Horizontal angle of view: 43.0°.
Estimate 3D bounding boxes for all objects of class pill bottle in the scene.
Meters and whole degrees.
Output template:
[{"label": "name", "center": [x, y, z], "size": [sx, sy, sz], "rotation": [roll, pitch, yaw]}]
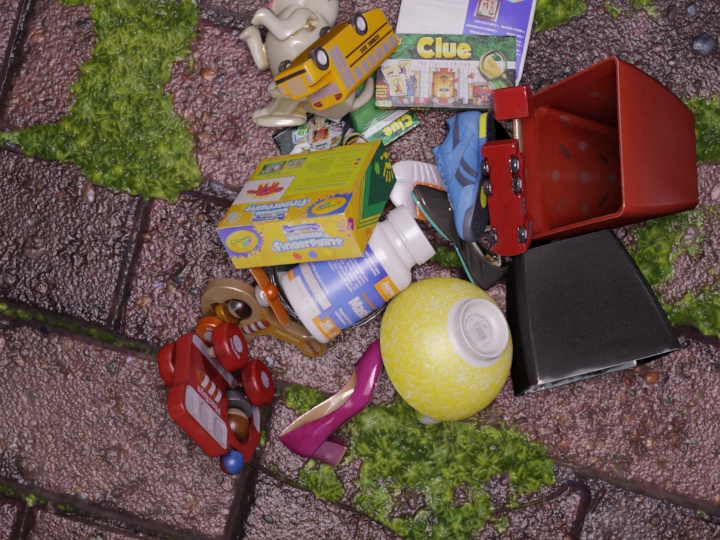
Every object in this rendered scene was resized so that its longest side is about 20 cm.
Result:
[{"label": "pill bottle", "center": [0.000, 0.000, 1.244], "size": [0.199, 0.112, 0.113], "rotation": [-34, 87, 5]}]

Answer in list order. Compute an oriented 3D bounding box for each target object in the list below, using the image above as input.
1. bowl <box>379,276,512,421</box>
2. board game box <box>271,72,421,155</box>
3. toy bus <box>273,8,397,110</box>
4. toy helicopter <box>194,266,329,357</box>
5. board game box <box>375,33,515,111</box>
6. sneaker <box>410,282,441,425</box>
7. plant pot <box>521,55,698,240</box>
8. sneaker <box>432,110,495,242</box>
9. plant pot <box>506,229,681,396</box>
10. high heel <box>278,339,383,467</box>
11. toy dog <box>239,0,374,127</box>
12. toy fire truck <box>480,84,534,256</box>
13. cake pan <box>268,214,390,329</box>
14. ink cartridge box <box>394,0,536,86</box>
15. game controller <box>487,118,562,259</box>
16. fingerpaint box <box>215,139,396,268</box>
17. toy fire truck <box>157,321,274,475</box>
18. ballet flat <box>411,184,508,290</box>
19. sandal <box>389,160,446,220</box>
[{"label": "bowl", "center": [0.136, 0.092, 1.223], "size": [0.197, 0.107, 0.203], "rotation": [12, 66, -27]}, {"label": "board game box", "center": [-0.020, -0.205, 1.342], "size": [0.198, 0.023, 0.106], "rotation": [-32, 85, 1]}, {"label": "toy bus", "center": [-0.029, -0.274, 1.191], "size": [0.064, 0.200, 0.079], "rotation": [-11, 119, 39]}, {"label": "toy helicopter", "center": [-0.129, 0.065, 1.294], "size": [0.198, 0.080, 0.133], "rotation": [25, 130, -15]}, {"label": "board game box", "center": [0.120, -0.279, 1.291], "size": [0.196, 0.023, 0.107], "rotation": [1, 84, 2]}, {"label": "sneaker", "center": [0.114, 0.115, 1.311], "size": [0.103, 0.076, 0.204], "rotation": [-6, 87, -17]}, {"label": "plant pot", "center": [0.344, -0.147, 1.236], "size": [0.174, 0.199, 0.204], "rotation": [5, 80, -28]}, {"label": "sneaker", "center": [0.133, -0.123, 1.214], "size": [0.077, 0.066, 0.203], "rotation": [-2, 60, 19]}, {"label": "plant pot", "center": [0.293, 0.056, 1.247], "size": [0.197, 0.200, 0.180], "rotation": [-13, 78, 1]}, {"label": "high heel", "center": [-0.038, 0.178, 1.301], "size": [0.095, 0.067, 0.203], "rotation": [24, 92, -8]}, {"label": "toy dog", "center": [-0.073, -0.323, 1.284], "size": [0.190, 0.140, 0.204], "rotation": [-3, 78, -12]}, {"label": "toy fire truck", "center": [0.201, -0.135, 1.218], "size": [0.048, 0.141, 0.203], "rotation": [-3, 108, 23]}, {"label": "cake pan", "center": [-0.038, -0.013, 1.327], "size": [0.196, 0.037, 0.204], "rotation": [0, 87, 1]}, {"label": "ink cartridge box", "center": [0.147, -0.346, 1.333], "size": [0.195, 0.043, 0.203], "rotation": [12, 87, 2]}, {"label": "game controller", "center": [0.203, -0.113, 1.294], "size": [0.104, 0.042, 0.201], "rotation": [-39, 98, -21]}, {"label": "fingerpaint box", "center": [-0.069, -0.088, 1.232], "size": [0.197, 0.168, 0.074], "rotation": [-6, 128, 27]}, {"label": "toy fire truck", "center": [-0.195, 0.182, 1.235], "size": [0.111, 0.169, 0.201], "rotation": [-19, 131, 14]}, {"label": "ballet flat", "center": [0.144, -0.057, 1.264], "size": [0.068, 0.068, 0.201], "rotation": [-30, 124, 14]}, {"label": "sandal", "center": [0.124, -0.104, 1.321], "size": [0.203, 0.059, 0.081], "rotation": [9, 86, -20]}]
